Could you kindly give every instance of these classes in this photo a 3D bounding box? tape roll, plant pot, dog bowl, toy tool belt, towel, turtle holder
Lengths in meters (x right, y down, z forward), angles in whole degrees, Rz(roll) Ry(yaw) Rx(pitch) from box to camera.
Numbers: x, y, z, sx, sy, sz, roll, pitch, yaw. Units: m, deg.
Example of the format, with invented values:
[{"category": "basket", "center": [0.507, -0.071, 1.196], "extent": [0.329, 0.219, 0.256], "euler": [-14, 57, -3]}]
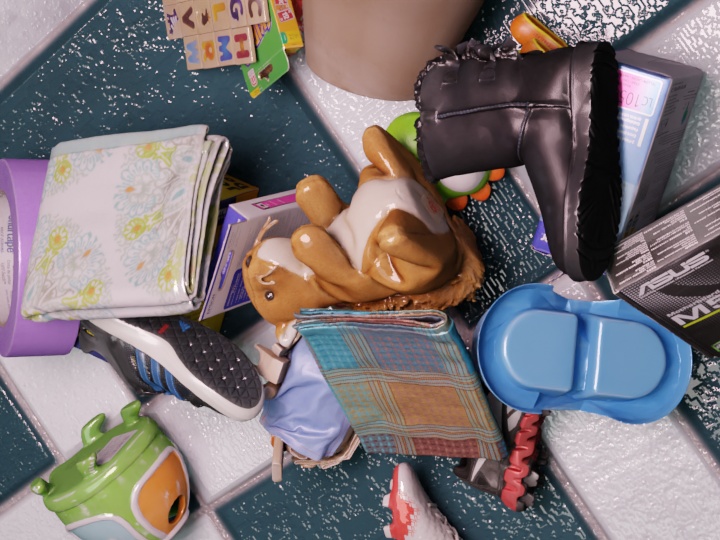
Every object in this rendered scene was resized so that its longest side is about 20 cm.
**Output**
[{"category": "tape roll", "center": [-0.332, -0.013, 1.320], "extent": [0.200, 0.066, 0.201], "euler": [179, 90, -65]}, {"category": "plant pot", "center": [0.026, -0.247, 1.121], "extent": [0.200, 0.200, 0.174], "euler": [24, 120, 16]}, {"category": "dog bowl", "center": [0.189, 0.074, 1.141], "extent": [0.200, 0.050, 0.112], "euler": [7, 85, -14]}, {"category": "toy tool belt", "center": [-0.042, 0.097, 1.252], "extent": [0.125, 0.123, 0.200], "euler": [18, 108, 14]}, {"category": "towel", "center": [0.039, 0.104, 1.140], "extent": [0.146, 0.022, 0.200], "euler": [0, 138, 25]}, {"category": "towel", "center": [-0.214, -0.042, 1.173], "extent": [0.200, 0.048, 0.171], "euler": [-4, 65, 29]}, {"category": "turtle holder", "center": [-0.265, 0.238, 1.373], "extent": [0.185, 0.141, 0.132], "euler": [-33, 105, 16]}]

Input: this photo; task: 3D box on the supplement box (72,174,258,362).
[{"category": "supplement box", "center": [-0.195, -0.004, 1.305], "extent": [0.109, 0.110, 0.200], "euler": [24, 110, 16]}]

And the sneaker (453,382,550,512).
[{"category": "sneaker", "center": [0.133, 0.123, 1.214], "extent": [0.098, 0.071, 0.201], "euler": [14, 108, 17]}]

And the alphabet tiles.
[{"category": "alphabet tiles", "center": [-0.143, -0.274, 1.221], "extent": [0.200, 0.006, 0.167], "euler": [7, 107, 56]}]

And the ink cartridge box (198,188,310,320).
[{"category": "ink cartridge box", "center": [-0.095, -0.019, 1.209], "extent": [0.037, 0.200, 0.095], "euler": [25, 109, 17]}]

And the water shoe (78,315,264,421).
[{"category": "water shoe", "center": [-0.178, 0.088, 1.233], "extent": [0.200, 0.071, 0.079], "euler": [34, 129, 12]}]

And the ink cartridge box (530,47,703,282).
[{"category": "ink cartridge box", "center": [0.213, -0.080, 1.100], "extent": [0.076, 0.136, 0.200], "euler": [20, 108, 21]}]

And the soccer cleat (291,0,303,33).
[{"category": "soccer cleat", "center": [-0.049, -0.291, 1.206], "extent": [0.069, 0.085, 0.200], "euler": [46, 140, 43]}]

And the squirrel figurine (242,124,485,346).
[{"category": "squirrel figurine", "center": [0.000, 0.000, 1.156], "extent": [0.187, 0.200, 0.142], "euler": [-33, 50, 23]}]

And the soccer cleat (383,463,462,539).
[{"category": "soccer cleat", "center": [0.080, 0.278, 1.270], "extent": [0.085, 0.069, 0.200], "euler": [-12, 100, 16]}]

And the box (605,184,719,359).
[{"category": "box", "center": [0.324, -0.013, 1.045], "extent": [0.200, 0.193, 0.048], "euler": [-31, 56, 24]}]

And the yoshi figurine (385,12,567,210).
[{"category": "yoshi figurine", "center": [0.093, -0.139, 1.163], "extent": [0.200, 0.112, 0.112], "euler": [-49, 65, 26]}]

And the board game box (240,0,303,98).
[{"category": "board game box", "center": [-0.101, -0.266, 1.193], "extent": [0.096, 0.030, 0.200], "euler": [-22, 80, 62]}]

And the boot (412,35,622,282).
[{"category": "boot", "center": [0.120, -0.091, 1.034], "extent": [0.162, 0.073, 0.199], "euler": [1, 89, 35]}]
